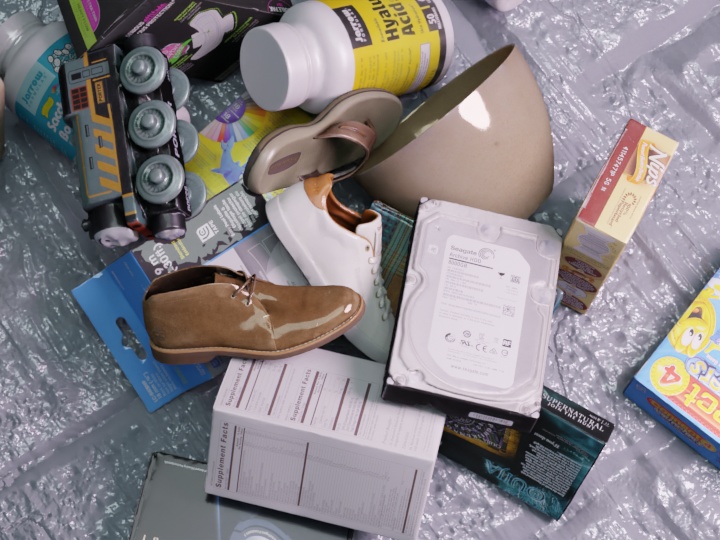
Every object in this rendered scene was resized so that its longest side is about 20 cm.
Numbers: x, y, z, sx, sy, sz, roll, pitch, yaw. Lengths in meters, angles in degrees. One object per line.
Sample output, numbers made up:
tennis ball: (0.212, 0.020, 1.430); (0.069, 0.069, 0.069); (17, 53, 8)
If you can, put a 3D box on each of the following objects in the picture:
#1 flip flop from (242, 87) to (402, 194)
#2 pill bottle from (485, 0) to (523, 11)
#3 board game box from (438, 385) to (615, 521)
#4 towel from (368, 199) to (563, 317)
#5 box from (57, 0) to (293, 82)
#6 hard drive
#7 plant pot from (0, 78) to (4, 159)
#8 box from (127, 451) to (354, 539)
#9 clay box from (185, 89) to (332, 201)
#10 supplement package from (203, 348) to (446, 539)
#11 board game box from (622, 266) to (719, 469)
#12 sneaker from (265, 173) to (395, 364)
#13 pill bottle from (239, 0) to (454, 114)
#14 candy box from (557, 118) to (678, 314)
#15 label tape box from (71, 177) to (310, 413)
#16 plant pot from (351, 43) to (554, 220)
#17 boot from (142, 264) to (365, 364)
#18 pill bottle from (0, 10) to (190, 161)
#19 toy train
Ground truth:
flip flop: (-0.027, -0.113, 1.595); (0.058, 0.081, 0.200); (33, 37, 27)
pill bottle: (0.107, -0.372, 1.765); (0.200, 0.114, 0.114); (42, 73, 11)
board game box: (0.121, 0.139, 1.568); (0.200, 0.135, 0.028); (30, 49, 7)
towel: (0.074, 0.037, 1.615); (0.200, 0.022, 0.147); (27, 114, 7)
box: (-0.188, -0.285, 1.659); (0.124, 0.200, 0.149); (-35, 69, 32)
hard drive: (0.102, 0.037, 1.524); (0.139, 0.038, 0.200); (14, 58, -2)
plant pot: (-0.447, -0.132, 1.616); (0.200, 0.200, 0.177); (39, 60, 11)
box: (-0.114, 0.266, 1.555); (0.199, 0.044, 0.161); (13, 69, 2)
clay box: (-0.111, -0.101, 1.688); (0.115, 0.048, 0.200); (44, 73, 10)
supplement package: (-0.029, 0.149, 1.534); (0.199, 0.114, 0.110); (14, 39, 4)
board game box: (0.391, 0.099, 1.638); (0.200, 0.056, 0.196); (37, 72, 10)
sneaker: (0.000, 0.000, 1.571); (0.085, 0.073, 0.200); (-30, 109, 16)
pill bottle: (-0.015, -0.215, 1.667); (0.200, 0.111, 0.111); (-19, 70, -35)
candy box: (0.232, -0.047, 1.606); (0.055, 0.200, 0.116); (29, 71, 6)
label tape box: (-0.150, 0.024, 1.598); (0.200, 0.063, 0.144); (-33, 94, -7)
plant pot: (0.110, -0.104, 1.641); (0.200, 0.200, 0.135); (-43, 100, -16)
boot: (-0.097, 0.032, 1.512); (0.199, 0.076, 0.074); (-8, 34, 5)
pill bottle: (-0.273, -0.170, 1.672); (0.200, 0.111, 0.111); (38, 72, 11)
toy train: (-0.211, -0.117, 1.558); (0.114, 0.085, 0.201); (-14, 75, 14)
